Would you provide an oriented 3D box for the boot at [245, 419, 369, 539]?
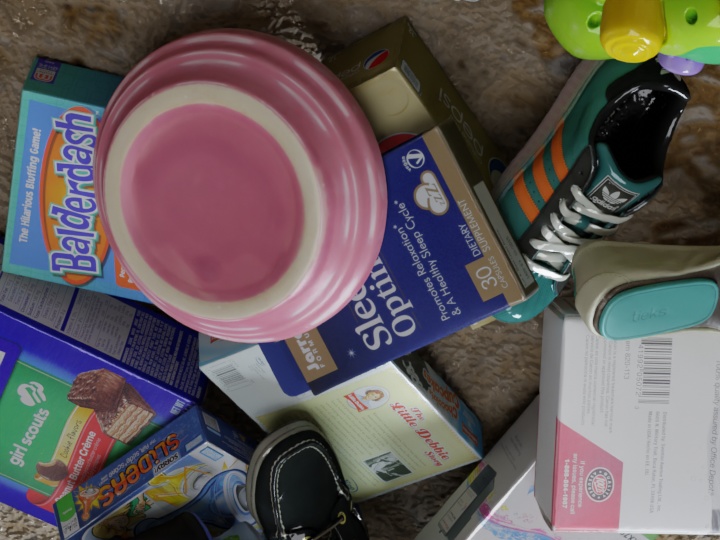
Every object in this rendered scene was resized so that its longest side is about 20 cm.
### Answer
[{"bbox_3d":[-0.004,0.210,1.571,0.073,0.154,0.204,-29,135,-19],"label":"boot"}]

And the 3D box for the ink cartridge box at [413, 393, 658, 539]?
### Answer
[{"bbox_3d":[0.118,0.194,1.616,0.117,0.067,0.200,36,100,-21],"label":"ink cartridge box"}]

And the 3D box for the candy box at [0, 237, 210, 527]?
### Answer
[{"bbox_3d":[-0.227,0.085,1.622,0.199,0.077,0.169,26,126,-11],"label":"candy box"}]

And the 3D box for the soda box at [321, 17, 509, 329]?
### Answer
[{"bbox_3d":[0.051,-0.060,1.487,0.068,0.064,0.200,-25,119,23],"label":"soda box"}]

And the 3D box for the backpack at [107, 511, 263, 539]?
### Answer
[{"bbox_3d":[-0.108,0.288,1.592,0.146,0.183,0.200,-15,141,-23],"label":"backpack"}]

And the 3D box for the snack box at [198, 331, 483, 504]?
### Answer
[{"bbox_3d":[-0.011,0.087,1.588,0.116,0.037,0.200,-21,137,21],"label":"snack box"}]

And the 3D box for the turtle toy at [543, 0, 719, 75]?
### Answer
[{"bbox_3d":[0.193,-0.175,1.350,0.199,0.146,0.101,-6,151,33],"label":"turtle toy"}]

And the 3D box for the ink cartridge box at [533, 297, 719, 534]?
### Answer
[{"bbox_3d":[0.221,0.096,1.517,0.199,0.083,0.147,2,98,-5],"label":"ink cartridge box"}]

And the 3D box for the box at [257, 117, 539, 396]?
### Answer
[{"bbox_3d":[0.000,0.000,1.454,0.200,0.032,0.121,-26,95,28],"label":"box"}]

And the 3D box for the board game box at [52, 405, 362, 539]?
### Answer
[{"bbox_3d":[-0.105,0.179,1.642,0.135,0.035,0.200,-35,139,18],"label":"board game box"}]

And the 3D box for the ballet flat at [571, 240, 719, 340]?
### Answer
[{"bbox_3d":[0.219,0.006,1.438,0.199,0.070,0.070,1,131,-25],"label":"ballet flat"}]

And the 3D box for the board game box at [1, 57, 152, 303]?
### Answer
[{"bbox_3d":[-0.133,-0.049,1.531,0.199,0.045,0.153,12,127,-1],"label":"board game box"}]

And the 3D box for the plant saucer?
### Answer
[{"bbox_3d":[-0.083,-0.048,1.428,0.200,0.051,0.201,6,108,20],"label":"plant saucer"}]

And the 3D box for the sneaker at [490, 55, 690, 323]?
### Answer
[{"bbox_3d":[0.137,-0.049,1.427,0.071,0.080,0.201,22,102,-26],"label":"sneaker"}]
